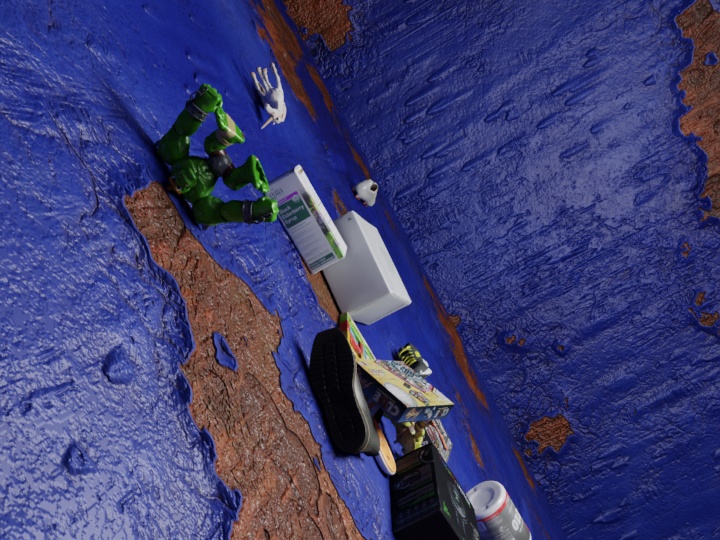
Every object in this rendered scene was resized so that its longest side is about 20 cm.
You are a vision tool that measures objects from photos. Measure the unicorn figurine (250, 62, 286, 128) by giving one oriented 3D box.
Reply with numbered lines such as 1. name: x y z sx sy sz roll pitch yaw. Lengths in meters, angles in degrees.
1. unicorn figurine: -0.214 -0.416 1.867 0.200 0.073 0.138 -92 164 -79

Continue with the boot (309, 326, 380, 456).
1. boot: -0.022 0.205 1.275 0.138 0.077 0.202 51 26 -65

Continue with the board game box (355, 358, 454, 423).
1. board game box: 0.069 0.209 1.375 0.135 0.035 0.200 38 12 28

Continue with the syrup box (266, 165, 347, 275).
1. syrup box: -0.110 -0.103 1.574 0.201 0.078 0.082 60 11 -12

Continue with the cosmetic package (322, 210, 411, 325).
1. cosmetic package: 0.000 0.000 1.726 0.201 0.122 0.200 65 9 15

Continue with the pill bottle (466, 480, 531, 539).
1. pill bottle: 0.321 0.594 1.795 0.201 0.113 0.114 59 11 -17

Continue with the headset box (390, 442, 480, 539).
1. headset box: 0.132 0.432 1.346 0.175 0.092 0.200 58 12 -18

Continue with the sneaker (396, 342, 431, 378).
1. sneaker: 0.118 0.228 1.901 0.085 0.074 0.200 56 2 -1

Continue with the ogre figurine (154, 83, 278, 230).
1. ogre figurine: -0.206 -0.141 1.094 0.201 0.119 0.098 56 16 -23

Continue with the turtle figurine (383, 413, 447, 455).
1. turtle figurine: 0.087 0.307 1.487 0.162 0.064 0.201 57 -25 29

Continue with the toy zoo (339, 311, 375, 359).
1. toy zoo: -0.001 0.170 1.536 0.132 0.020 0.200 59 7 -14

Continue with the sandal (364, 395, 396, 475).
1. sandal: 0.031 0.257 1.393 0.208 0.059 0.079 64 10 11

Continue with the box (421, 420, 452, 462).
1. box: 0.141 0.347 1.725 0.159 0.049 0.200 63 10 3

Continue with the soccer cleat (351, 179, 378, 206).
1. soccer cleat: 0.031 -0.267 2.683 0.070 0.077 0.200 64 10 10
